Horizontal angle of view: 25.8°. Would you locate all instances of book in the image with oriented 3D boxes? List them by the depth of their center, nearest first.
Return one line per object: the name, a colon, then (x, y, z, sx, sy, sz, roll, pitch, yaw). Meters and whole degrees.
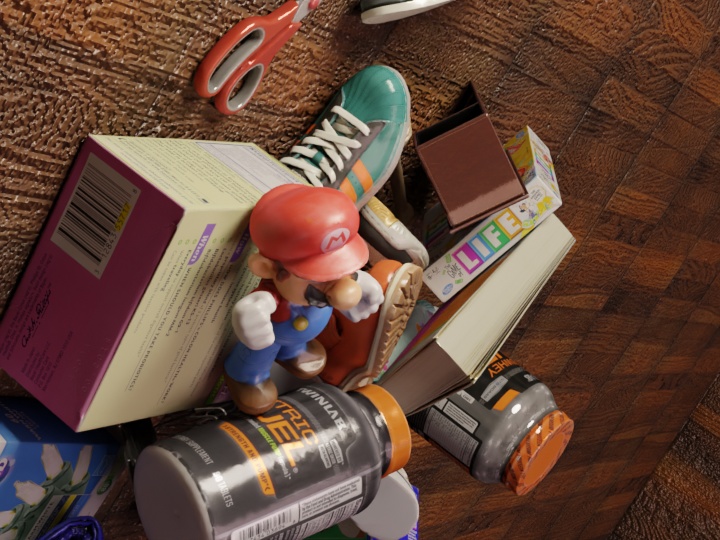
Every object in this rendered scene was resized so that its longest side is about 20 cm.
book: (0.087, 0.041, 1.321, 0.134, 0.048, 0.200, -37, -172, 48)

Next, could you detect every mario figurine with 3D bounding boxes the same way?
mario figurine: (-0.035, 0.028, 1.066, 0.200, 0.106, 0.124, 108, -6, -51)

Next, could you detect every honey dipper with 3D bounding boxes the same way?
honey dipper: (0.030, -0.090, 1.370, 0.038, 0.038, 0.200, -46, 158, -17)

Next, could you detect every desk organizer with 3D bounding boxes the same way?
desk organizer: (0.089, -0.102, 1.349, 0.071, 0.077, 0.200, -25, -167, 7)

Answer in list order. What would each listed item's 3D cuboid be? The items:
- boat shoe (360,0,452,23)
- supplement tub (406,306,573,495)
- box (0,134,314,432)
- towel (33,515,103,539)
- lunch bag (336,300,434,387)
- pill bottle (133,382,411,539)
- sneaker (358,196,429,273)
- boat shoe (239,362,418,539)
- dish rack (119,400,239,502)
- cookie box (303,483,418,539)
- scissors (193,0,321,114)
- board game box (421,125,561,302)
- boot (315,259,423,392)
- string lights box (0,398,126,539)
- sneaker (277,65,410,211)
boat shoe: (0.069, -0.243, 1.227, 0.200, 0.073, 0.062, -27, 103, -35)
supplement tub: (0.115, 0.137, 1.637, 0.123, 0.200, 0.123, -43, 155, -25)
box: (-0.134, 0.005, 1.110, 0.200, 0.097, 0.176, -5, 127, -60)
towel: (-0.258, 0.253, 1.181, 0.147, 0.050, 0.200, -22, 162, -16)
lunch bag: (-0.020, 0.094, 1.424, 0.160, 0.077, 0.200, -31, 168, 32)
pill bottle: (-0.058, 0.147, 1.158, 0.199, 0.106, 0.107, -19, 141, -35)
sneaker: (0.000, 0.000, 1.338, 0.088, 0.076, 0.200, -40, 173, -11)
boat shoe: (-0.027, 0.133, 1.279, 0.071, 0.200, 0.070, -43, -167, 12)
dish rack: (-0.121, 0.145, 1.241, 0.200, 0.054, 0.154, -49, 124, -66)
cookie box: (-0.063, 0.221, 1.419, 0.171, 0.199, 0.076, 45, 43, -67)
scissors: (-0.044, -0.188, 1.117, 0.200, 0.014, 0.073, -47, 154, -11)
board game box: (0.115, -0.055, 1.416, 0.134, 0.034, 0.200, -41, -169, 14)
boot: (-0.018, 0.034, 1.218, 0.075, 0.107, 0.200, -60, -179, -28)
string lights box: (-0.256, 0.148, 1.123, 0.103, 0.059, 0.200, -57, 157, 8)
sneaker: (-0.032, -0.072, 1.229, 0.200, 0.071, 0.080, -59, 161, 14)
